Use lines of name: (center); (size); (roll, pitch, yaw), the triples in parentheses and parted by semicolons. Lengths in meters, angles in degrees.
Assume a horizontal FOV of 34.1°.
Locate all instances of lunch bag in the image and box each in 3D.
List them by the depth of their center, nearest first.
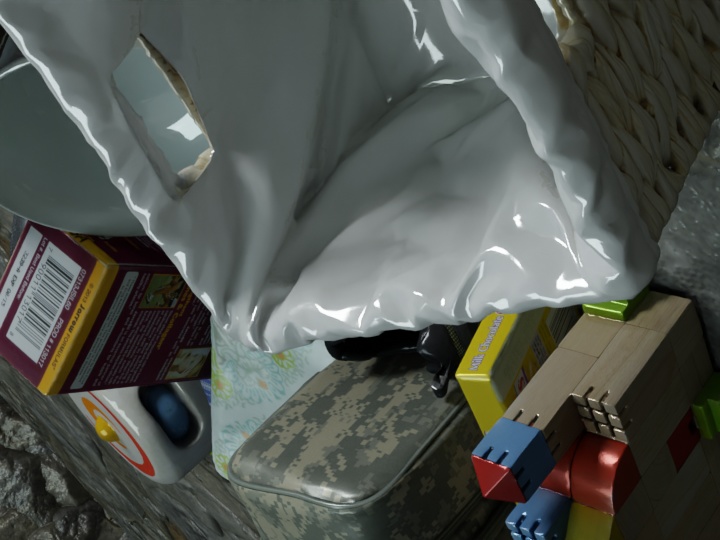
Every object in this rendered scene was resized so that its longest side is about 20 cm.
lunch bag: (0.045, 0.135, 0.720); (0.139, 0.200, 0.168); (4, 126, 44)

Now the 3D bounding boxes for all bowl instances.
bowl: (-0.153, -0.110, 0.750); (0.201, 0.200, 0.091); (96, 168, -60)

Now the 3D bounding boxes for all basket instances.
basket: (0.004, -0.100, 0.414); (0.199, 0.161, 0.199); (-11, 121, 44)

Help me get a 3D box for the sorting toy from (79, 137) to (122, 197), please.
sorting toy: (-0.236, -0.123, 0.912); (0.200, 0.036, 0.185); (50, 180, -2)

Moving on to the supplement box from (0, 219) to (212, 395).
supplement box: (-0.175, 0.022, 0.901); (0.086, 0.111, 0.200); (36, -164, 25)

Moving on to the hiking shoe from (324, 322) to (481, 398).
hiking shoe: (0.000, 0.000, 0.706); (0.200, 0.101, 0.076); (26, 149, 40)

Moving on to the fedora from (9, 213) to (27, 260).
fedora: (-0.232, -0.027, 1.031); (0.091, 0.201, 0.201); (7, 148, 4)

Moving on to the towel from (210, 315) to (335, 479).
towel: (-0.040, 0.107, 0.908); (0.171, 0.048, 0.201); (19, 126, 19)

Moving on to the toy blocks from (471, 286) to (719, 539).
toy blocks: (0.132, 0.110, 0.602); (0.100, 0.137, 0.200); (14, 141, 45)

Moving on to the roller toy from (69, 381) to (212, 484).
roller toy: (-0.223, 0.125, 1.234); (0.200, 0.140, 0.183); (39, 155, 20)

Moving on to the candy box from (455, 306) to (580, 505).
candy box: (0.113, 0.093, 0.662); (0.026, 0.102, 0.200); (1, 132, 35)

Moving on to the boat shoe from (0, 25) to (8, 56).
boat shoe: (-0.194, -0.190, 0.637); (0.060, 0.202, 0.072); (13, -179, 12)

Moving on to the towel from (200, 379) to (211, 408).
towel: (-0.084, 0.141, 1.031); (0.144, 0.024, 0.201); (13, 126, 49)
